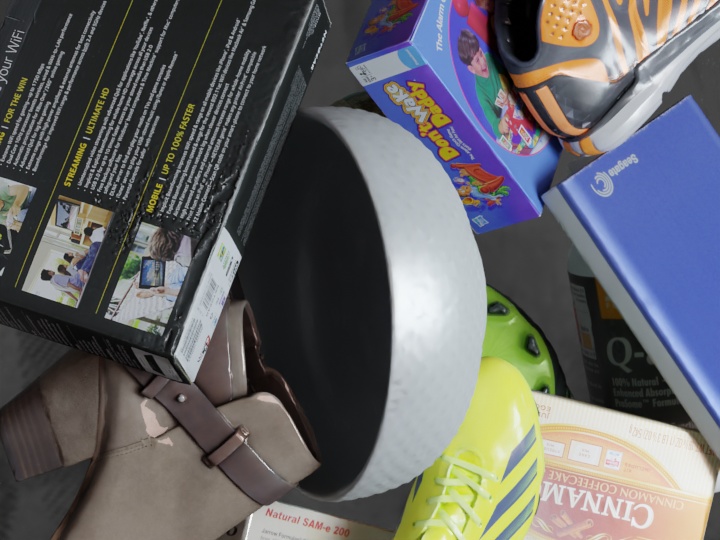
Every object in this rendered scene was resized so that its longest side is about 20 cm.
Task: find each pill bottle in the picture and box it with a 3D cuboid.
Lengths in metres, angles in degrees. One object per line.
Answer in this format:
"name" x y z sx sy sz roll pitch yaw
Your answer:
"pill bottle" 0.186 0.026 1.505 0.116 0.116 0.201 -20 104 -38

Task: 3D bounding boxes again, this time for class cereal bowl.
"cereal bowl" 0.007 0.015 1.276 0.083 0.200 0.201 -5 95 -25

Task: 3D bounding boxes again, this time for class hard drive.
"hard drive" 0.199 0.012 1.397 0.132 0.025 0.200 -33 89 -42

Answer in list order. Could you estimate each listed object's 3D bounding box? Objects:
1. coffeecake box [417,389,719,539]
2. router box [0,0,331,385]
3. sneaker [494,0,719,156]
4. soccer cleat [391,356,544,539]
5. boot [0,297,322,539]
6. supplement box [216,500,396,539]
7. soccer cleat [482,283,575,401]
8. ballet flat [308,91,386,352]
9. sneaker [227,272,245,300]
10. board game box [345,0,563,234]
"coffeecake box" 0.101 0.171 1.396 0.153 0.073 0.201 14 89 -8
"router box" -0.117 -0.063 1.223 0.051 0.148 0.201 69 40 -70
"sneaker" 0.152 -0.168 1.372 0.112 0.077 0.200 47 72 -28
"soccer cleat" 0.042 0.143 1.293 0.084 0.064 0.201 0 109 -62
"boot" -0.088 0.115 1.255 0.070 0.146 0.201 -76 145 -75
"supplement box" -0.053 0.224 1.332 0.126 0.073 0.201 20 78 -40
"soccer cleat" 0.103 0.095 1.474 0.067 0.081 0.200 -34 94 -6
"ballet flat" 0.000 0.000 1.384 0.070 0.071 0.201 3 89 -41
"sneaker" -0.108 0.007 1.300 0.082 0.072 0.201 -15 101 -14
"board game box" 0.072 -0.140 1.408 0.135 0.045 0.201 51 41 -29
